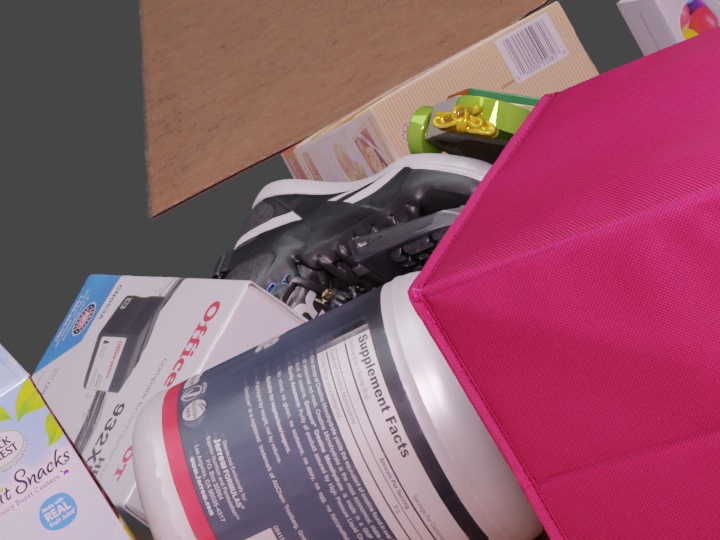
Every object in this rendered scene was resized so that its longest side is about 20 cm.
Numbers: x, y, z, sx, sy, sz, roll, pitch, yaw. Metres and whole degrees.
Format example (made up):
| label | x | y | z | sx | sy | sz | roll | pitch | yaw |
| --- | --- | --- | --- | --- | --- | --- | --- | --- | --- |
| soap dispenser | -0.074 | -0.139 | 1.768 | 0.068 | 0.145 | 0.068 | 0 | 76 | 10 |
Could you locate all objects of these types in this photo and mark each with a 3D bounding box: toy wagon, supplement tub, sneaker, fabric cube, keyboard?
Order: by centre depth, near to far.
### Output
| label | x | y | z | sx | sy | sz | roll | pitch | yaw |
| --- | --- | --- | --- | --- | --- | --- | --- | --- | --- |
| fabric cube | 0.175 | 0.015 | 0.997 | 0.199 | 0.200 | 0.196 | -21 | 20 | 31 |
| supplement tub | 0.005 | 0.086 | 1.155 | 0.200 | 0.140 | 0.140 | -26 | 18 | 12 |
| keyboard | 0.060 | 0.019 | 1.231 | 0.127 | 0.200 | 0.021 | -17 | 62 | 32 |
| toy wagon | 0.105 | -0.069 | 1.390 | 0.155 | 0.200 | 0.040 | 11 | 81 | 31 |
| sneaker | 0.000 | 0.000 | 1.404 | 0.200 | 0.073 | 0.112 | -7 | 45 | 43 |

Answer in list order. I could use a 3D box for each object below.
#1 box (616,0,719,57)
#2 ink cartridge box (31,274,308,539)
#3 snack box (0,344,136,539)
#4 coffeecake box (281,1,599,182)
| label | x | y | z | sx | sy | sz | roll | pitch | yaw |
| --- | --- | --- | --- | --- | --- | --- | --- | --- | --- |
| box | 0.257 | -0.136 | 1.361 | 0.200 | 0.156 | 0.041 | -38 | 17 | -25 |
| ink cartridge box | -0.115 | 0.083 | 1.372 | 0.200 | 0.084 | 0.145 | 2 | 59 | 58 |
| snack box | -0.152 | 0.130 | 1.182 | 0.068 | 0.200 | 0.169 | -32 | 17 | -11 |
| coffeecake box | 0.053 | -0.098 | 1.635 | 0.153 | 0.073 | 0.200 | -31 | 4 | -19 |
